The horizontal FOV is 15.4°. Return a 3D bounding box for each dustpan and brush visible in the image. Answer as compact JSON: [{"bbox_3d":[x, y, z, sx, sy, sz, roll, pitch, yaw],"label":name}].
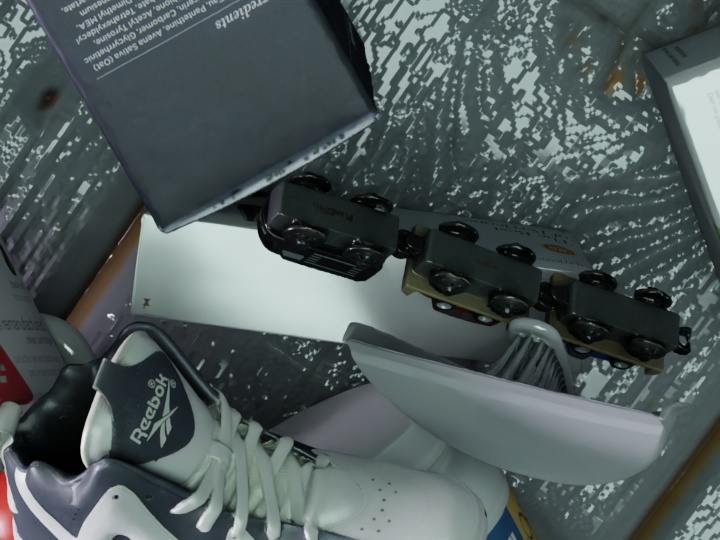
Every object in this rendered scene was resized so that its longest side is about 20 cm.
[{"bbox_3d":[0.078,0.058,1.137,0.139,0.200,0.058,13,69,16],"label":"dustpan and brush"}]

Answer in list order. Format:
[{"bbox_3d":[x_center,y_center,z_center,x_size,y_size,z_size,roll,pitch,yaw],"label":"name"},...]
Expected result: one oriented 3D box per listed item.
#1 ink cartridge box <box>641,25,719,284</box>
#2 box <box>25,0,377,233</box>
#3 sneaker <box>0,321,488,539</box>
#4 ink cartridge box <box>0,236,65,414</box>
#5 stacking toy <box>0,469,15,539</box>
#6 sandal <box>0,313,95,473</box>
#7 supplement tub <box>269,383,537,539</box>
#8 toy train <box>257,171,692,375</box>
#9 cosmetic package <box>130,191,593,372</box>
[{"bbox_3d":[0.244,-0.059,1.175,0.199,0.084,0.147,-20,103,3],"label":"ink cartridge box"},{"bbox_3d":[-0.084,-0.137,1.109,0.104,0.148,0.201,-28,104,5],"label":"box"},{"bbox_3d":[-0.056,0.079,1.050,0.198,0.080,0.130,5,144,21],"label":"sneaker"},{"bbox_3d":[-0.213,-0.017,1.106,0.083,0.147,0.201,-28,84,9],"label":"ink cartridge box"},{"bbox_3d":[-0.201,0.138,1.186,0.199,0.085,0.086,-23,105,20],"label":"stacking toy"},{"bbox_3d":[-0.163,0.102,1.224,0.082,0.050,0.204,20,117,8],"label":"sandal"},{"bbox_3d":[0.022,0.165,1.195,0.144,0.145,0.201,-27,105,5],"label":"supplement tub"},{"bbox_3d":[0.048,0.005,1.107,0.199,0.046,0.034,18,63,-20],"label":"toy train"},{"bbox_3d":[0.000,0.000,1.183,0.199,0.083,0.051,7,105,-5],"label":"cosmetic package"}]
